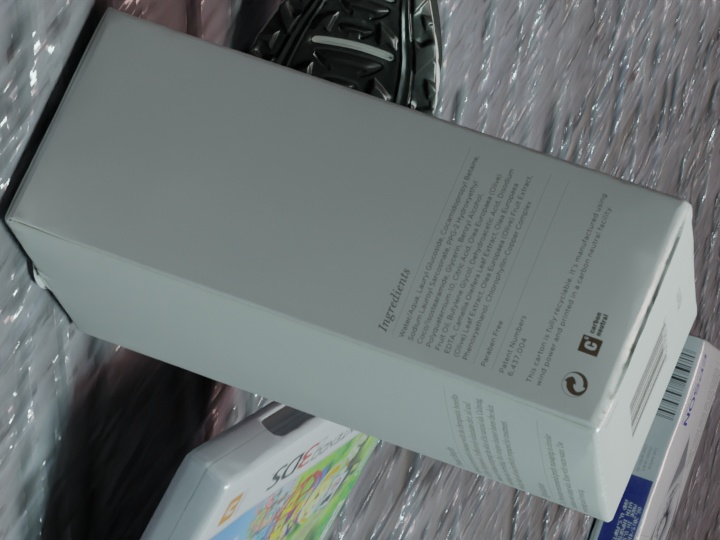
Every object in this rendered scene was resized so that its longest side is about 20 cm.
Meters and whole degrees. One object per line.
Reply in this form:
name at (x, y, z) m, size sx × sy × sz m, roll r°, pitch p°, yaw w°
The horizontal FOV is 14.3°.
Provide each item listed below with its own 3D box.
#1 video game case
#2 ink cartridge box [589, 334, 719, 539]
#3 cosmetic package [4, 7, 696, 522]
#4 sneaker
video game case at (-0.058, 0.125, 1.087) m, size 0.200 × 0.022 × 0.182 m, roll -61°, pitch 166°, yaw 24°
ink cartridge box at (0.237, 0.150, 2.262) m, size 0.200 × 0.041 × 0.200 m, roll 22°, pitch 86°, yaw -75°
cosmetic package at (0.000, 0.000, 0.923) m, size 0.108 × 0.200 × 0.085 m, roll 73°, pitch 40°, yaw -70°
sneaker at (-0.008, -0.054, 1.105) m, size 0.200 × 0.074 × 0.079 m, roll 101°, pitch 6°, yaw -47°
